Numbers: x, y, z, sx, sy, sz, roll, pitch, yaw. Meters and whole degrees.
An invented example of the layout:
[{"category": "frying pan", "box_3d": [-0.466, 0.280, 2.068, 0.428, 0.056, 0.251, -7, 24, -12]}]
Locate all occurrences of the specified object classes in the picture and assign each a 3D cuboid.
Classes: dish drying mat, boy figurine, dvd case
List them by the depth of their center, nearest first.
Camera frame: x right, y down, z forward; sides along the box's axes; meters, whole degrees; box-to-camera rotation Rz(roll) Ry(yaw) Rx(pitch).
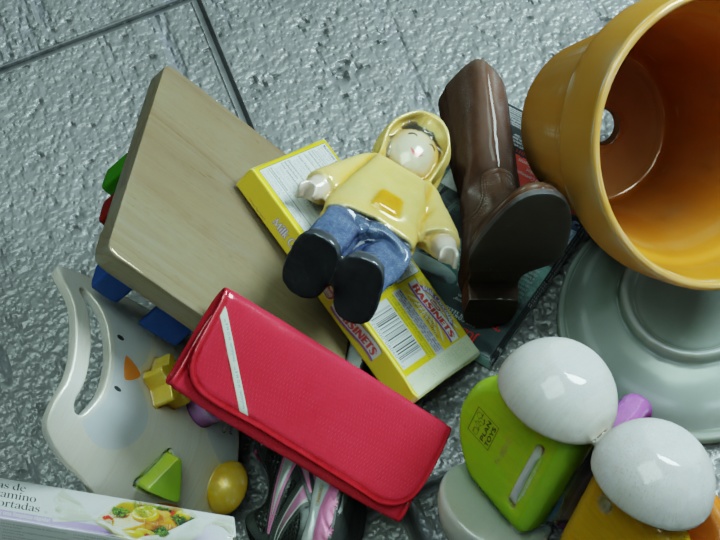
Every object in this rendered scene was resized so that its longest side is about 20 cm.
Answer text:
[{"category": "dish drying mat", "box_3d": [-0.031, 0.092, 1.091, 0.199, 0.018, 0.077, 33, 82, -23]}, {"category": "boy figurine", "box_3d": [0.020, -0.042, 1.150, 0.123, 0.065, 0.200, 28, 40, 6]}, {"category": "dvd case", "box_3d": [0.095, -0.038, 1.270, 0.145, 0.022, 0.201, 29, 68, 21]}]

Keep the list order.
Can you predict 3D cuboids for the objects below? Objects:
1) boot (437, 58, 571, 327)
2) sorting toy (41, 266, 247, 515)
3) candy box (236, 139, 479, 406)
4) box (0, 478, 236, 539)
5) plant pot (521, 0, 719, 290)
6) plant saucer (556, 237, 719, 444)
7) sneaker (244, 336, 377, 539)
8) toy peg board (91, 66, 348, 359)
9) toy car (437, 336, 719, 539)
[{"category": "boot", "box_3d": [0.098, -0.086, 1.182, 0.063, 0.187, 0.202, 5, 62, -12]}, {"category": "sorting toy", "box_3d": [-0.164, 0.086, 1.135, 0.106, 0.180, 0.202, -15, 59, 22]}, {"category": "candy box", "box_3d": [0.000, 0.000, 1.179, 0.026, 0.102, 0.201, -40, 83, 32]}, {"category": "box", "box_3d": [-0.182, 0.172, 1.073, 0.198, 0.042, 0.039, 10, 33, -7]}, {"category": "plant pot", "box_3d": [0.208, -0.100, 1.159, 0.199, 0.201, 0.183, -36, 19, -12]}, {"category": "plant saucer", "box_3d": [0.244, 0.026, 1.199, 0.198, 0.050, 0.202, -3, 61, 5]}, {"category": "sneaker", "box_3d": [-0.034, 0.116, 1.173, 0.085, 0.081, 0.202, 3, 56, 21]}, {"category": "toy peg board", "box_3d": [-0.108, -0.004, 1.169, 0.098, 0.199, 0.200, -36, 29, 34]}, {"category": "toy car", "box_3d": [0.161, 0.140, 1.102, 0.200, 0.176, 0.149, 41, 39, 25]}]
